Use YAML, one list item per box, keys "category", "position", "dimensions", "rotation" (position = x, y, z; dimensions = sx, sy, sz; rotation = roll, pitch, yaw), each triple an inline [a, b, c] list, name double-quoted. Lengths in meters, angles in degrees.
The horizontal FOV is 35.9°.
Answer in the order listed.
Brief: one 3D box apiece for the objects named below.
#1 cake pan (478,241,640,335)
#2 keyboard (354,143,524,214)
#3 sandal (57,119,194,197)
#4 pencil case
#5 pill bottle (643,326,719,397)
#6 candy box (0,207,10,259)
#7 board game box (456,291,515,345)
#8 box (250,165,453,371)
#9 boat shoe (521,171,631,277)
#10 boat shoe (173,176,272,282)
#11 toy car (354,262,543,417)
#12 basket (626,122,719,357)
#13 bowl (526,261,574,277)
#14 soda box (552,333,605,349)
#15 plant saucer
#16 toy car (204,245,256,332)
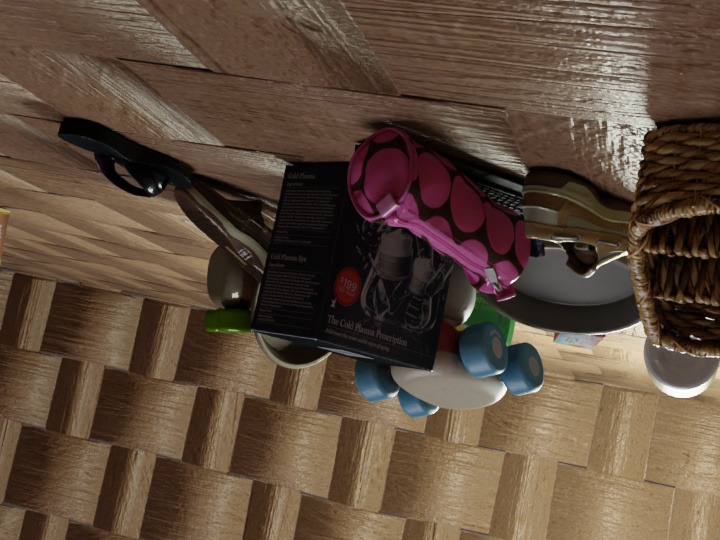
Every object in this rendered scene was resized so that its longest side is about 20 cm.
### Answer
- category: "cake pan"
  position: [0.231, 0.012, 1.247]
  dimensions: [0.198, 0.037, 0.201]
  rotation: [10, 152, 5]
- category: "keyboard"
  position: [0.081, -0.086, 1.070]
  dimensions: [0.199, 0.021, 0.127]
  rotation: [17, 171, -28]
- category: "sandal"
  position: [-0.271, -0.118, 1.274]
  dimensions: [0.075, 0.048, 0.200]
  rotation: [7, 170, 33]
- category: "pencil case"
  position: [0.075, -0.047, 0.996]
  dimensions: [0.090, 0.094, 0.199]
  rotation: [-22, 145, 36]
- category: "pill bottle"
  position: [0.496, 0.137, 1.716]
  dimensions: [0.110, 0.112, 0.200]
  rotation: [9, 172, 18]
- category: "candy box"
  position: [-0.731, -0.030, 2.072]
  dimensions: [0.056, 0.202, 0.116]
  rotation: [3, 168, 33]
- category: "board game box"
  position: [0.122, 0.062, 1.595]
  dimensions: [0.198, 0.154, 0.040]
  rotation: [9, 171, 19]
- category: "box"
  position: [0.000, 0.000, 1.210]
  dimensions: [0.104, 0.184, 0.199]
  rotation: [4, 170, 42]
- category: "boat shoe"
  position: [0.215, -0.030, 1.048]
  dimensions: [0.199, 0.077, 0.071]
  rotation: [18, 170, -39]
- category: "boat shoe"
  position: [-0.155, -0.063, 1.430]
  dimensions: [0.074, 0.075, 0.202]
  rotation: [15, 155, 48]
- category: "toy car"
  position: [0.106, 0.058, 1.362]
  dimensions: [0.183, 0.202, 0.176]
  rotation: [-17, 152, 33]
- category: "basket"
  position: [0.290, -0.014, 0.778]
  dimensions: [0.199, 0.150, 0.142]
  rotation: [8, 172, 31]
- category: "bowl"
  position: [0.216, -0.007, 1.363]
  dimensions: [0.199, 0.040, 0.201]
  rotation: [11, 172, 2]
- category: "soda box"
  position: [0.330, 0.073, 1.662]
  dimensions: [0.063, 0.069, 0.200]
  rotation: [11, 172, 7]
- category: "plant saucer"
  position: [-0.080, 0.038, 1.566]
  dimensions: [0.029, 0.202, 0.199]
  rotation: [16, 177, 44]
- category: "toy car"
  position: [-0.116, 0.011, 1.614]
  dimensions: [0.198, 0.166, 0.158]
  rotation: [4, 176, -20]
